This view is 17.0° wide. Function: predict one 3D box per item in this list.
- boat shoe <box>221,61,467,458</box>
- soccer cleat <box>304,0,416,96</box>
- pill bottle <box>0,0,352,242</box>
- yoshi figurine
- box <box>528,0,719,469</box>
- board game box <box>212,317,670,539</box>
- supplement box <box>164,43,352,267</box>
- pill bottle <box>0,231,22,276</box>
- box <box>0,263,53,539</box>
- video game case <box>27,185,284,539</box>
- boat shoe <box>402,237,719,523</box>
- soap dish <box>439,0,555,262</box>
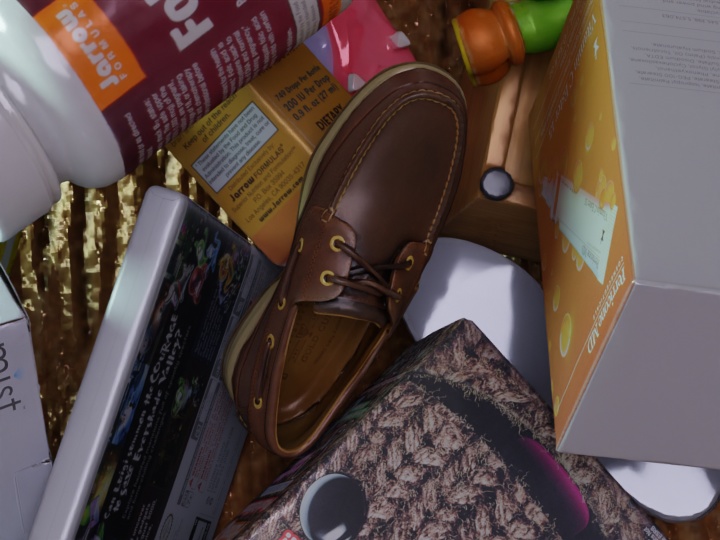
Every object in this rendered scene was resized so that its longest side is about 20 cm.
[{"bbox_3d":[-0.001,0.000,1.122,0.072,0.068,0.201,18,113,-22],"label":"boat shoe"},{"bbox_3d":[-0.018,-0.114,1.239,0.067,0.076,0.201,-30,103,-34],"label":"soccer cleat"},{"bbox_3d":[-0.109,-0.110,1.073,0.200,0.114,0.114,-38,87,-15],"label":"pill bottle"},{"bbox_3d":[0.130,-0.167,1.165,0.199,0.113,0.112,-23,45,8],"label":"yoshi figurine"},{"bbox_3d":[0.141,-0.030,1.073,0.097,0.125,0.201,6,50,-10],"label":"box"},{"bbox_3d":[0.022,0.151,1.123,0.160,0.097,0.200,46,73,-2],"label":"board game box"},{"bbox_3d":[-0.076,-0.102,1.181,0.200,0.067,0.069,45,124,0],"label":"supplement box"},{"bbox_3d":[-0.224,-0.016,1.171,0.112,0.112,0.201,17,99,-2],"label":"pill bottle"},{"bbox_3d":[-0.232,0.099,1.092,0.175,0.201,0.097,-19,41,-19],"label":"box"},{"bbox_3d":[-0.095,0.076,1.150,0.023,0.182,0.201,16,83,18],"label":"video game case"},{"bbox_3d":[0.097,0.060,1.223,0.200,0.057,0.069,39,84,1],"label":"boat shoe"},{"bbox_3d":[0.132,-0.099,1.231,0.156,0.081,0.201,12,84,-2],"label":"soap dish"}]
